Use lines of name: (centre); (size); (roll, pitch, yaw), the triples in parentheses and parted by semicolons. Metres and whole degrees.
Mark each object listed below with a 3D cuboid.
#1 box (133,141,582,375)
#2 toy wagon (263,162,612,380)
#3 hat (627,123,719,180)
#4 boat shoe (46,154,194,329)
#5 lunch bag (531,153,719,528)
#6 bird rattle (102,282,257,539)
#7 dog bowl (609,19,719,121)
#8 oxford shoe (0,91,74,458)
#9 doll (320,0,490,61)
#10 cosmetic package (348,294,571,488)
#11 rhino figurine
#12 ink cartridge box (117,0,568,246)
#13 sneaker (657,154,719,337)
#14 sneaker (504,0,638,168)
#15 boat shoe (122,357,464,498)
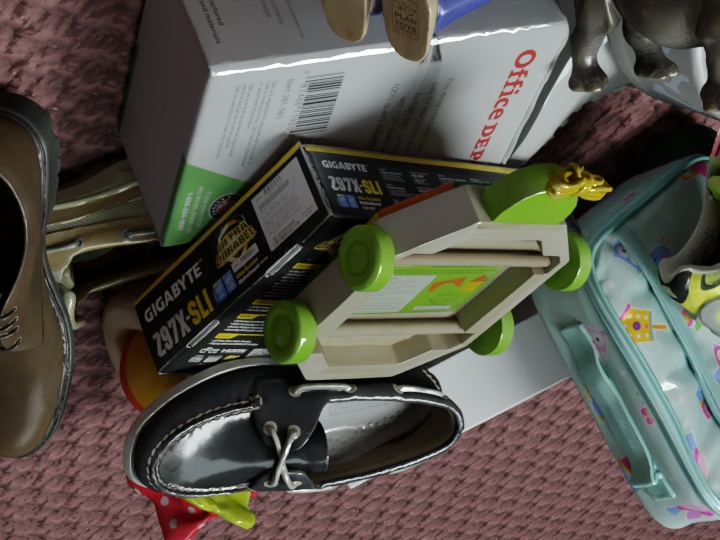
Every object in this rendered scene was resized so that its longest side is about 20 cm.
box: (0.000, 0.000, 0.936); (0.199, 0.050, 0.160); (2, 145, -44)
toy wagon: (0.048, -0.002, 0.866); (0.155, 0.040, 0.200); (0, 147, -41)
hat: (0.204, -0.078, 1.125); (0.200, 0.165, 0.177); (-33, 117, -18)
boat shoe: (-0.173, -0.001, 0.934); (0.199, 0.076, 0.072); (-24, 152, -1)
lunch bag: (0.196, 0.046, 1.004); (0.160, 0.201, 0.077); (-35, -173, -38)
bird rattle: (-0.100, 0.079, 1.050); (0.112, 0.164, 0.200); (-31, -174, -19)
dog bowl: (0.228, -0.167, 0.920); (0.199, 0.059, 0.201); (-22, 134, -25)
oxford shoe: (-0.191, 0.018, 0.866); (0.072, 0.085, 0.201); (2, 118, 6)
doll: (0.077, -0.164, 0.808); (0.200, 0.136, 0.049); (-38, 134, -33)
cosmetic package: (0.070, 0.065, 1.076); (0.199, 0.051, 0.083); (-27, -173, 2)
rhino figurine: (0.180, -0.122, 0.805); (0.060, 0.199, 0.088); (-26, 117, -38)
ink cartridge box: (-0.012, -0.099, 0.888); (0.199, 0.085, 0.146); (-11, 150, -25)
sneaker: (0.234, -0.054, 0.917); (0.076, 0.075, 0.201); (22, 99, -27)
sneaker: (0.134, -0.109, 0.996); (0.115, 0.074, 0.200); (9, 135, -40)
boat shoe: (-0.032, 0.091, 0.935); (0.199, 0.060, 0.074); (-5, 118, -36)
